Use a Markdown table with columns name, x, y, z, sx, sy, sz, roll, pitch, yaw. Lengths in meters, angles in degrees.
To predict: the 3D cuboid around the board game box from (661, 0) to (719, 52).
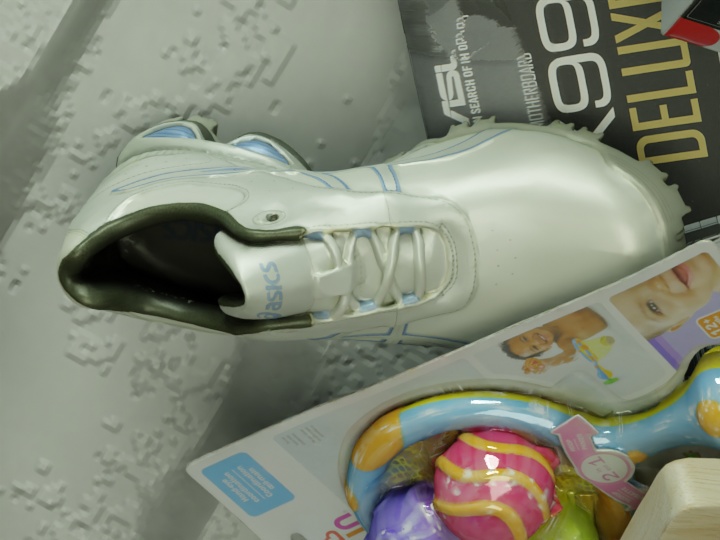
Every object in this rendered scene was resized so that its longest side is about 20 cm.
| name | x | y | z | sx | sy | sz | roll | pitch | yaw |
| --- | --- | --- | --- | --- | --- | --- | --- | --- | --- |
| board game box | 0.202 | -0.083 | 0.821 | 0.199 | 0.035 | 0.126 | 15 | 149 | -15 |

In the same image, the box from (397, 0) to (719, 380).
| name | x | y | z | sx | sy | sz | roll | pitch | yaw |
| --- | --- | --- | --- | --- | --- | --- | --- | --- | --- |
| box | 0.109 | -0.015 | 0.938 | 0.157 | 0.050 | 0.201 | -7 | 108 | 17 |

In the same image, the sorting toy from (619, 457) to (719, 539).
| name | x | y | z | sx | sy | sz | roll | pitch | yaw |
| --- | --- | --- | --- | --- | --- | --- | --- | --- | --- |
| sorting toy | 0.162 | 0.153 | 0.937 | 0.199 | 0.070 | 0.199 | 4 | 137 | -18 |

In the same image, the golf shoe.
| name | x | y | z | sx | sy | sz | roll | pitch | yaw |
| --- | --- | --- | --- | --- | --- | --- | --- | --- | --- |
| golf shoe | 0.000 | 0.000 | 0.896 | 0.199 | 0.097 | 0.079 | 0 | 109 | 22 |

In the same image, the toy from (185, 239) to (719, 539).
| name | x | y | z | sx | sy | sz | roll | pitch | yaw |
| --- | --- | --- | --- | --- | --- | --- | --- | --- | --- |
| toy | 0.054 | 0.073 | 0.910 | 0.199 | 0.047 | 0.115 | -26 | 127 | 26 |
